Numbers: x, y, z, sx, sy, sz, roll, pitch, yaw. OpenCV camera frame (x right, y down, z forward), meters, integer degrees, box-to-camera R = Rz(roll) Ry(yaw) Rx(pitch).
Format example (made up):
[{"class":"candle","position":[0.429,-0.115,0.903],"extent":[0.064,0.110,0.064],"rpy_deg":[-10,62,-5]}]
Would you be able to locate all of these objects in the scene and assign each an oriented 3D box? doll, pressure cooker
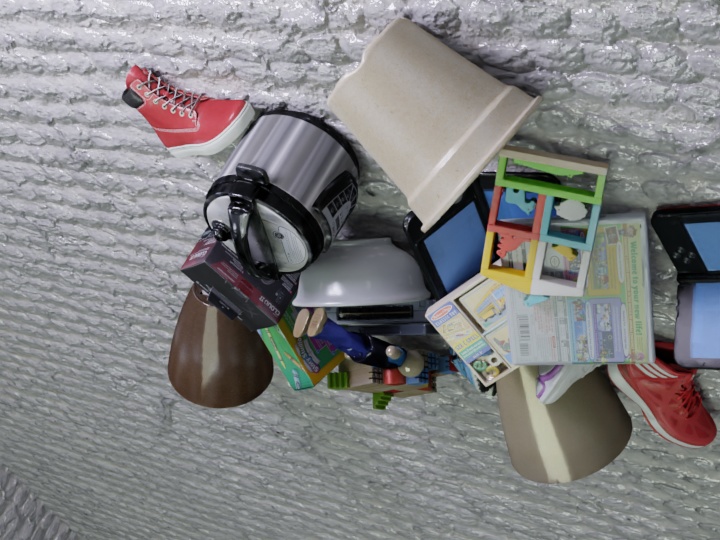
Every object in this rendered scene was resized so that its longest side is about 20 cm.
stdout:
[{"class":"doll","position":[0.009,0.109,1.679],"extent":[0.200,0.049,0.136],"rpy_deg":[25,163,-30]},{"class":"pressure cooker","position":[-0.111,-0.090,1.586],"extent":[0.176,0.200,0.179],"rpy_deg":[41,147,-19]}]

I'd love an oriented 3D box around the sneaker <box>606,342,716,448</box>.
[{"class":"sneaker","position":[0.445,0.173,1.648],"extent":[0.200,0.078,0.115],"rpy_deg":[36,150,-15]}]

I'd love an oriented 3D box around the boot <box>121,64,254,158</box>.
[{"class":"boot","position":[-0.243,-0.228,1.620],"extent":[0.200,0.072,0.144],"rpy_deg":[-6,134,49]}]

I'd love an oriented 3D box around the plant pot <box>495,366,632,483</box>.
[{"class":"plant pot","position":[0.271,0.169,1.709],"extent":[0.187,0.187,0.200],"rpy_deg":[-1,125,41]}]

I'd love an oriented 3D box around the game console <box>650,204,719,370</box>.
[{"class":"game console","position":[0.440,0.020,1.377],"extent":[0.200,0.119,0.172],"rpy_deg":[-2,138,41]}]

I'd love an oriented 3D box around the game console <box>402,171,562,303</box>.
[{"class":"game console","position":[0.175,-0.028,1.535],"extent":[0.116,0.176,0.200],"rpy_deg":[40,164,44]}]

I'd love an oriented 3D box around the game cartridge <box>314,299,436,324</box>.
[{"class":"game cartridge","position":[0.049,0.062,1.769],"extent":[0.200,0.041,0.133],"rpy_deg":[-2,180,27]}]

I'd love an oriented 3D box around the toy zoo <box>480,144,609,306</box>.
[{"class":"toy zoo","position":[0.219,-0.046,1.446],"extent":[0.131,0.020,0.200],"rpy_deg":[13,117,12]}]

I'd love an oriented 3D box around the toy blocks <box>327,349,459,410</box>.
[{"class":"toy blocks","position":[0.065,0.162,1.890],"extent":[0.200,0.100,0.137],"rpy_deg":[13,159,-43]}]

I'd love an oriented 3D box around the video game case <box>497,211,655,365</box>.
[{"class":"video game case","position":[0.271,0.026,1.490],"extent":[0.182,0.022,0.200],"rpy_deg":[-2,113,16]}]

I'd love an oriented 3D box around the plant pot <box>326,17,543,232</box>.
[{"class":"plant pot","position":[0.070,-0.176,1.339],"extent":[0.183,0.200,0.200],"rpy_deg":[41,149,0]}]

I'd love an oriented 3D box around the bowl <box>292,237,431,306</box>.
[{"class":"bowl","position":[0.000,0.000,1.701],"extent":[0.201,0.091,0.201],"rpy_deg":[-3,-177,0]}]

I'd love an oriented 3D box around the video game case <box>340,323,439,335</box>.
[{"class":"video game case","position":[0.083,0.086,1.740],"extent":[0.143,0.019,0.200],"rpy_deg":[1,175,-37]}]

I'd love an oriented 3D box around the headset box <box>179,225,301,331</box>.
[{"class":"headset box","position":[-0.156,-0.021,1.728],"extent":[0.149,0.200,0.075],"rpy_deg":[42,147,-23]}]

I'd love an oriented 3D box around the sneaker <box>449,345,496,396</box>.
[{"class":"sneaker","position":[0.167,0.136,1.787],"extent":[0.090,0.078,0.200],"rpy_deg":[28,170,18]}]

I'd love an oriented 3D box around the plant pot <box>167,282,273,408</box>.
[{"class":"plant pot","position":[-0.239,0.099,2.029],"extent":[0.187,0.187,0.200],"rpy_deg":[20,134,15]}]

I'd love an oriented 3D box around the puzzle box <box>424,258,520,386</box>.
[{"class":"puzzle box","position":[0.200,0.052,1.548],"extent":[0.200,0.025,0.133],"rpy_deg":[-37,100,26]}]

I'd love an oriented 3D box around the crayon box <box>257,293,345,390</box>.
[{"class":"crayon box","position":[-0.100,0.070,1.842],"extent":[0.058,0.119,0.200],"rpy_deg":[-16,108,50]}]

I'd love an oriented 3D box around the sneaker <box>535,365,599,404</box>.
[{"class":"sneaker","position":[0.310,0.107,1.583],"extent":[0.100,0.075,0.200],"rpy_deg":[28,110,-16]}]
